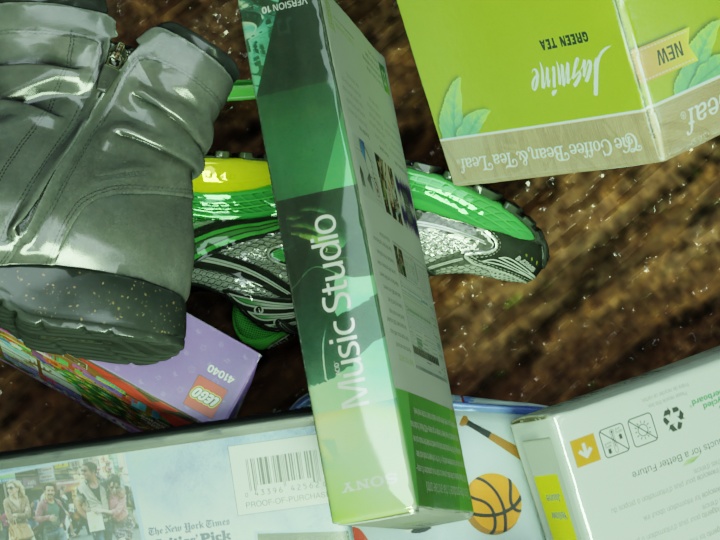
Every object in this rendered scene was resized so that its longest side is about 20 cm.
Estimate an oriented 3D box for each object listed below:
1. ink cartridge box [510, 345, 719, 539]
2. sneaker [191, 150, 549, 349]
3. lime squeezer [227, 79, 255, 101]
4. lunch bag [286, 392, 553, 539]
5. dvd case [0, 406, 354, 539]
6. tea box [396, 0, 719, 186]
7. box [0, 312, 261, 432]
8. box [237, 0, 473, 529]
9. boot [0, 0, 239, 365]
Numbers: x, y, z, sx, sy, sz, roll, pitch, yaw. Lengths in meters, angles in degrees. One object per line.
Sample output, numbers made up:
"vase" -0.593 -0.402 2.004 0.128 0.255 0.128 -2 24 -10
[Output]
"ink cartridge box" 0.181 0.129 0.959 0.197 0.047 0.201 -17 92 -27
"sneaker" -0.017 -0.007 0.986 0.199 0.078 0.086 1 86 3
"lime squeezer" -0.107 -0.102 1.001 0.199 0.038 0.071 25 94 -4
"lunch bag" 0.029 0.152 0.956 0.159 0.076 0.201 7 79 -9
"dvd case" -0.066 0.159 0.856 0.142 0.018 0.201 -8 92 4
"tea box" 0.120 -0.160 0.934 0.200 0.133 0.198 -26 103 -35
"box" -0.139 0.014 0.930 0.199 0.137 0.039 29 77 0
"box" 0.000 0.000 0.869 0.036 0.144 0.201 -14 80 9
"boot" -0.151 -0.044 0.844 0.199 0.070 0.132 11 75 -15
